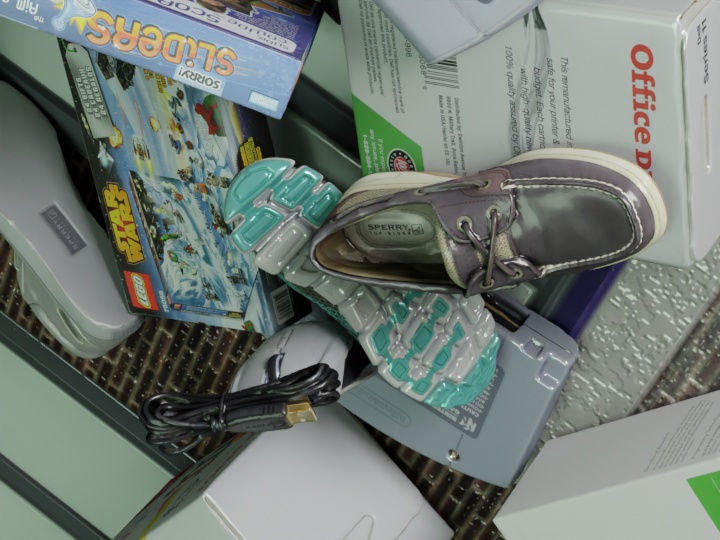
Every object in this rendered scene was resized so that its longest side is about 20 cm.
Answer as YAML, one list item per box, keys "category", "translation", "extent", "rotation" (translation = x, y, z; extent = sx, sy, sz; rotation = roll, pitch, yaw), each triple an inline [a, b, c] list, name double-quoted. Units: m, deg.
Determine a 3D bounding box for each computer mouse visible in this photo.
- category: "computer mouse"
  translation: [-0.045, 0.059, 1.171]
  extent: [0.109, 0.200, 0.044]
  rotation: [-15, 93, 16]

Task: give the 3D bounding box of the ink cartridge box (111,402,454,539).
- category: "ink cartridge box"
  translation: [-0.070, 0.196, 1.357]
  extent: [0.145, 0.145, 0.200]
  rotation: [50, 135, -4]

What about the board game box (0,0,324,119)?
- category: "board game box"
  translation: [-0.122, -0.147, 1.083]
  extent: [0.200, 0.135, 0.035]
  rotation: [20, 110, -2]

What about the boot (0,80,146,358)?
- category: "boot"
  translation: [-0.222, -0.029, 1.362]
  extent: [0.200, 0.073, 0.096]
  rotation: [58, 151, 4]

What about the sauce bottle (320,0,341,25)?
- category: "sauce bottle"
  translation: [-0.065, -0.220, 1.112]
  extent: [0.200, 0.065, 0.065]
  rotation: [46, 136, 0]

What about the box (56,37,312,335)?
- category: "box"
  translation: [-0.109, -0.064, 1.247]
  extent: [0.137, 0.040, 0.201]
  rotation: [7, 118, 42]

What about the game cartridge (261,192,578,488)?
- category: "game cartridge"
  translation: [0.029, 0.044, 1.255]
  extent: [0.200, 0.040, 0.134]
  rotation: [33, 131, 13]

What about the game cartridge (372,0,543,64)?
- category: "game cartridge"
  translation: [0.062, -0.195, 0.961]
  extent: [0.133, 0.041, 0.200]
  rotation: [46, 129, 3]

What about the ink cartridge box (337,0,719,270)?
- category: "ink cartridge box"
  translation: [0.098, -0.095, 1.068]
  extent: [0.200, 0.083, 0.147]
  rotation: [13, 127, 30]

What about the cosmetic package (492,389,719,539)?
- category: "cosmetic package"
  translation: [0.190, 0.139, 1.170]
  extent: [0.200, 0.085, 0.108]
  rotation: [-25, 107, 43]

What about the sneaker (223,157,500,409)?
- category: "sneaker"
  translation: [0.000, 0.000, 1.180]
  extent: [0.200, 0.078, 0.091]
  rotation: [44, 180, -18]

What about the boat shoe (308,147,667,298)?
- category: "boat shoe"
  translation: [0.061, -0.018, 1.044]
  extent: [0.200, 0.065, 0.072]
  rotation: [0, 120, 36]
